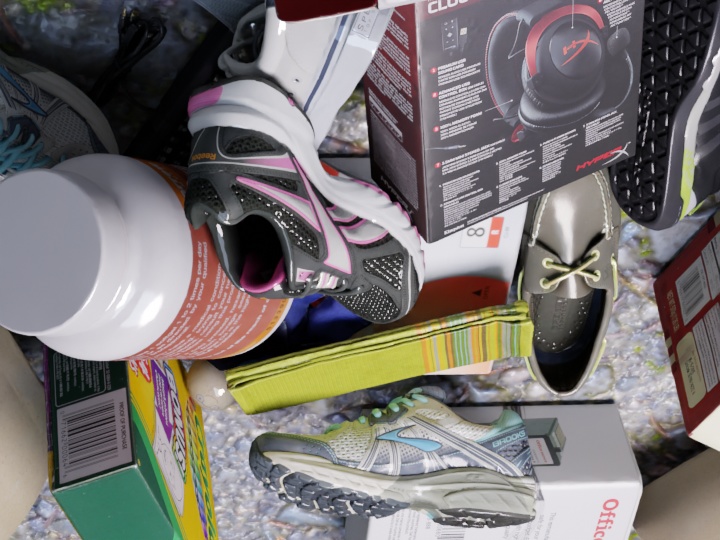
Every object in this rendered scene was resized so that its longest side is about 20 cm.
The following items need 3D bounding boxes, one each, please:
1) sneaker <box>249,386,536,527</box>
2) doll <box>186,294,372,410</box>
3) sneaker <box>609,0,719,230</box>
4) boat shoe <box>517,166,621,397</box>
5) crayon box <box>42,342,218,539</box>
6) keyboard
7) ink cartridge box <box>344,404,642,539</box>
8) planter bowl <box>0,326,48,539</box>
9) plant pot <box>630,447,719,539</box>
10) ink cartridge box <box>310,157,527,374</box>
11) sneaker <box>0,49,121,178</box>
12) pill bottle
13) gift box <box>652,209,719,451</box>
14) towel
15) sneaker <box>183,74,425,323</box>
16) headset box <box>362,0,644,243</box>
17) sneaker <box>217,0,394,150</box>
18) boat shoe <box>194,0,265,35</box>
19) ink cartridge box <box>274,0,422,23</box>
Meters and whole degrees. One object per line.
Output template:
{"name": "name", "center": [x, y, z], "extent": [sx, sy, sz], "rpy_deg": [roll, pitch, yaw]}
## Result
{"name": "sneaker", "center": [0.022, 0.123, 1.133], "extent": [0.199, 0.087, 0.078], "rpy_deg": [9, 159, -15]}
{"name": "doll", "center": [-0.054, 0.035, 1.082], "extent": [0.136, 0.049, 0.200], "rpy_deg": [26, 138, -24]}
{"name": "sneaker", "center": [0.206, -0.115, 1.019], "extent": [0.083, 0.072, 0.200], "rpy_deg": [-21, 140, -28]}
{"name": "boat shoe", "center": [0.139, -0.001, 1.104], "extent": [0.072, 0.060, 0.202], "rpy_deg": [-4, 134, -3]}
{"name": "crayon box", "center": [-0.144, 0.107, 1.061], "extent": [0.058, 0.200, 0.173], "rpy_deg": [-18, 134, 4]}
{"name": "keyboard", "center": [-0.113, -0.086, 1.000], "extent": [0.127, 0.021, 0.200], "rpy_deg": [26, 123, -22]}
{"name": "ink cartridge box", "center": [0.096, 0.179, 1.252], "extent": [0.199, 0.084, 0.146], "rpy_deg": [0, 133, -9]}
{"name": "planter bowl", "center": [-0.267, 0.090, 1.049], "extent": [0.135, 0.200, 0.200], "rpy_deg": [-33, 135, -11]}
{"name": "plant pot", "center": [0.335, 0.184, 1.253], "extent": [0.200, 0.187, 0.187], "rpy_deg": [-41, 128, 9]}
{"name": "ink cartridge box", "center": [0.000, 0.000, 1.089], "extent": [0.199, 0.050, 0.162], "rpy_deg": [-3, 133, -11]}
{"name": "sneaker", "center": [-0.215, -0.085, 0.934], "extent": [0.078, 0.086, 0.200], "rpy_deg": [-29, 126, 24]}
{"name": "pill bottle", "center": [-0.124, -0.006, 0.923], "extent": [0.112, 0.112, 0.200], "rpy_deg": [-31, 166, 19]}
{"name": "gift box", "center": [0.315, 0.047, 1.106], "extent": [0.186, 0.185, 0.200], "rpy_deg": [25, 129, -18]}
{"name": "towel", "center": [0.015, 0.062, 1.084], "extent": [0.199, 0.018, 0.086], "rpy_deg": [-13, 157, 2]}
{"name": "sneaker", "center": [-0.039, -0.015, 0.908], "extent": [0.080, 0.087, 0.200], "rpy_deg": [-8, 147, 36]}
{"name": "headset box", "center": [0.079, -0.133, 0.927], "extent": [0.148, 0.075, 0.200], "rpy_deg": [-24, 137, -17]}
{"name": "sneaker", "center": [-0.041, -0.110, 0.910], "extent": [0.071, 0.073, 0.200], "rpy_deg": [25, 151, -7]}
{"name": "boat shoe", "center": [-0.073, -0.180, 0.889], "extent": [0.073, 0.067, 0.200], "rpy_deg": [-28, 150, 35]}
{"name": "ink cartridge box", "center": [0.030, -0.217, 0.779], "extent": [0.175, 0.200, 0.084], "rpy_deg": [-12, 134, 0]}
